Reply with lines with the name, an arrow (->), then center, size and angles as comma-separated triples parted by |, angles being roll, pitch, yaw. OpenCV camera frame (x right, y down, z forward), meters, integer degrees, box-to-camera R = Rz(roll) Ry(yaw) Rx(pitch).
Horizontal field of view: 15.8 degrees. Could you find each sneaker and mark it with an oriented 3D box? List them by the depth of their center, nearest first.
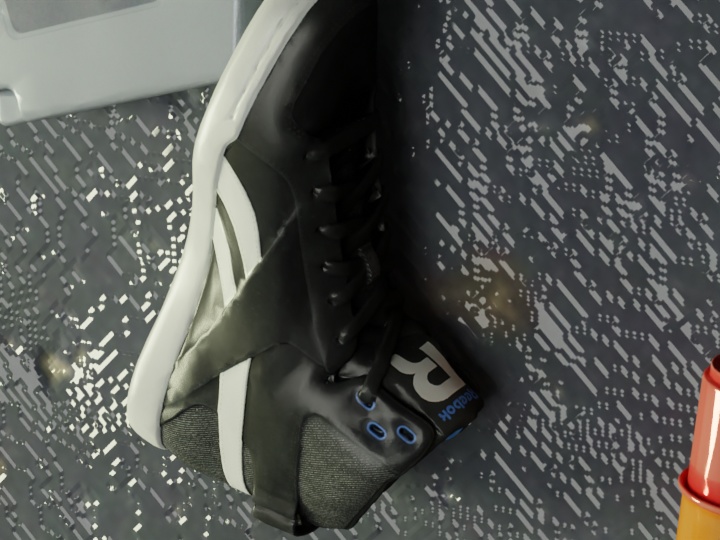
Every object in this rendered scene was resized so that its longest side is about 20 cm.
sneaker -> 0.000, 0.000, 0.851 | 0.112, 0.073, 0.200 | 31, 128, 16

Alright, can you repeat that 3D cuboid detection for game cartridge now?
game cartridge -> -0.095, -0.155, 0.875 | 0.133, 0.041, 0.200 | -7, 102, 37

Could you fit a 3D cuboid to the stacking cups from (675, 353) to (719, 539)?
stacking cups -> 0.117, 0.126, 0.819 | 0.060, 0.060, 0.200 | 15, 113, 27
